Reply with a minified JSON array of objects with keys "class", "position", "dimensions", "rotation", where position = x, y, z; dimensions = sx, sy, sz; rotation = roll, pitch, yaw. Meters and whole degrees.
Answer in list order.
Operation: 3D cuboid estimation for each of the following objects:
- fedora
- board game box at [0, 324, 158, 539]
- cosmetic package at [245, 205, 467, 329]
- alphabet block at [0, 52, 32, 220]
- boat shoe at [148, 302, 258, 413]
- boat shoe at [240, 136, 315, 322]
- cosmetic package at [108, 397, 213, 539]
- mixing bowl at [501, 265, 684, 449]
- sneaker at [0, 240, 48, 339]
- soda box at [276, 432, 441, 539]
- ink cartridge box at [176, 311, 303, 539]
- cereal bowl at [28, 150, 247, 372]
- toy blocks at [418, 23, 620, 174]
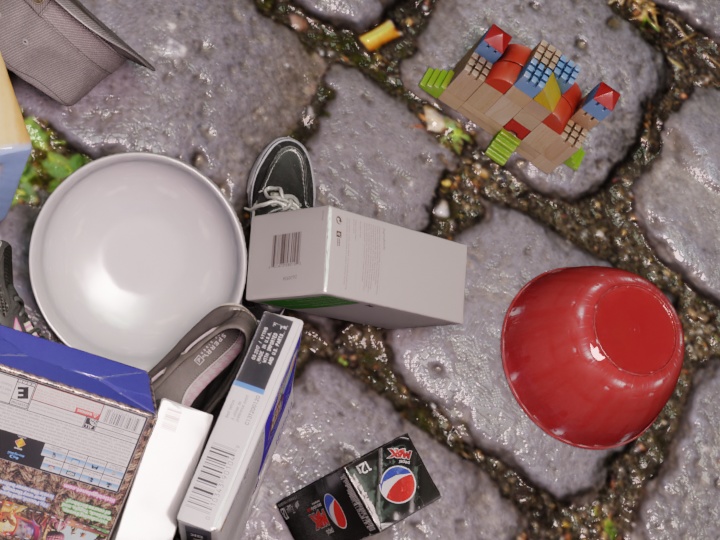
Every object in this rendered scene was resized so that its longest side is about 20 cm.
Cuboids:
[{"class":"fedora","position":[-0.298,-0.224,1.356],"dimensions":[0.200,0.177,0.090],"rotation":[42,92,-12]},{"class":"board game box","position":[-0.278,0.166,1.184],"dimensions":[0.159,0.097,0.201],"rotation":[20,102,-17]},{"class":"cosmetic package","position":[0.000,0.000,1.352],"dimensions":[0.199,0.107,0.085],"rotation":[15,74,-45]},{"class":"alphabet block","position":[-0.417,-0.141,1.245],"dimensions":[0.196,0.195,0.201],"rotation":[-16,79,-27]},{"class":"boat shoe","position":[-0.164,0.112,1.274],"dimensions":[0.067,0.057,0.200],"rotation":[38,96,-12]},{"class":"boat shoe","position":[-0.080,-0.047,1.407],"dimensions":[0.073,0.068,0.200],"rotation":[20,66,-13]},{"class":"cosmetic package","position":[-0.181,0.209,1.198],"dimensions":[0.050,0.083,0.201],"rotation":[20,80,-15]},{"class":"mixing bowl","position":[0.256,0.074,1.472],"dimensions":[0.199,0.108,0.201],"rotation":[7,69,-18]},{"class":"sneaker","position":[-0.303,0.073,1.268],"dimensions":[0.086,0.080,0.201],"rotation":[-4,84,-2]},{"class":"soda box","position":[-0.005,0.204,1.274],"dimensions":[0.071,0.200,0.064],"rotation":[-25,84,-26]},{"class":"ink cartridge box","position":[-0.105,0.162,1.262],"dimensions":[0.043,0.200,0.199],"rotation":[19,64,5]},{"class":"cereal bowl","position":[-0.202,-0.011,1.322],"dimensions":[0.199,0.083,0.201],"rotation":[-1,98,-5]},{"class":"toy blocks","position":[0.178,-0.187,1.516],"dimensions":[0.199,0.137,0.100],"rotation":[33,64,-7]}]
